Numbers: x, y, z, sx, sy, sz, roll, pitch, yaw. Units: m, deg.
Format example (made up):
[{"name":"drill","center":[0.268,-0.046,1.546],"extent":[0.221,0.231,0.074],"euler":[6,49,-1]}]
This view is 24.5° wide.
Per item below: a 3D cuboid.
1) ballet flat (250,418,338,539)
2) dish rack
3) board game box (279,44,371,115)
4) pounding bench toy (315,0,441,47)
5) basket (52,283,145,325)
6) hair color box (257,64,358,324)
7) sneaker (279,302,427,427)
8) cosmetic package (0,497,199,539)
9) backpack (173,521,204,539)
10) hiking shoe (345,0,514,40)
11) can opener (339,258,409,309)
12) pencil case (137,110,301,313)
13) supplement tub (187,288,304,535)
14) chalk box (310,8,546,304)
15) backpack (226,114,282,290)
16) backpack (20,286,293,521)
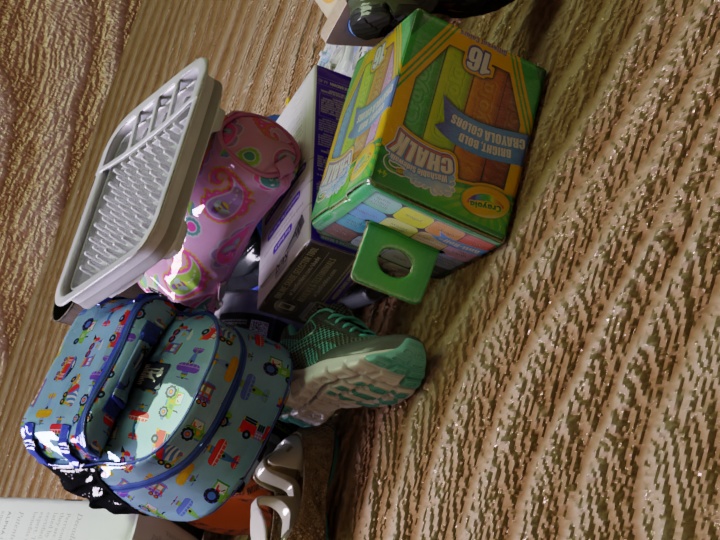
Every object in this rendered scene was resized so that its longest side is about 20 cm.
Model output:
[{"name":"ballet flat","center":[-0.058,0.189,1.382],"extent":[0.071,0.065,0.201],"euler":[-52,23,34]},{"name":"dish rack","center":[-0.176,-0.065,1.374],"extent":[0.171,0.043,0.201],"euler":[-28,38,46]},{"name":"board game box","center":[-0.028,-0.236,1.865],"extent":[0.201,0.026,0.200],"euler":[-66,18,7]},{"name":"pounding bench toy","center":[0.042,-0.303,1.611],"extent":[0.157,0.199,0.125],"euler":[58,133,29]},{"name":"basket","center":[-0.210,0.022,1.797],"extent":[0.180,0.199,0.137],"euler":[-46,28,49]},{"name":"hair color box","center":[-0.038,-0.066,1.442],"extent":[0.109,0.064,0.201],"euler":[-50,29,46]},{"name":"sneaker","center":[-0.017,0.065,1.356],"extent":[0.199,0.077,0.092],"euler":[-18,55,49]},{"name":"cosmetic package","center":[-0.247,0.312,1.498],"extent":[0.198,0.165,0.166],"euler":[-4,59,32]},{"name":"backpack","center":[-0.196,0.188,1.669],"extent":[0.167,0.126,0.201],"euler":[118,168,-47]},{"name":"hiking shoe","center":[0.071,-0.257,1.343],"extent":[0.076,0.199,0.102],"euler":[-26,82,63]},{"name":"can opener","center":[0.000,0.000,1.460],"extent":[0.200,0.052,0.067],"euler":[-29,46,64]},{"name":"pencil case","center":[-0.124,-0.043,1.446],"extent":[0.088,0.087,0.201],"euler":[-89,25,-49]},{"name":"supplement tub","center":[-0.109,0.129,1.508],"extent":[0.123,0.122,0.201],"euler":[-44,28,50]},{"name":"chalk box","center":[0.048,-0.077,1.305],"extent":[0.124,0.124,0.202],"euler":[-31,41,62]},{"name":"backpack","center":[-0.096,-0.074,1.624],"extent":[0.167,0.163,0.200],"euler":[-33,4,-20]},{"name":"backpack","center":[-0.157,0.109,1.347],"extent":[0.199,0.134,0.184],"euler":[-1,55,52]}]
